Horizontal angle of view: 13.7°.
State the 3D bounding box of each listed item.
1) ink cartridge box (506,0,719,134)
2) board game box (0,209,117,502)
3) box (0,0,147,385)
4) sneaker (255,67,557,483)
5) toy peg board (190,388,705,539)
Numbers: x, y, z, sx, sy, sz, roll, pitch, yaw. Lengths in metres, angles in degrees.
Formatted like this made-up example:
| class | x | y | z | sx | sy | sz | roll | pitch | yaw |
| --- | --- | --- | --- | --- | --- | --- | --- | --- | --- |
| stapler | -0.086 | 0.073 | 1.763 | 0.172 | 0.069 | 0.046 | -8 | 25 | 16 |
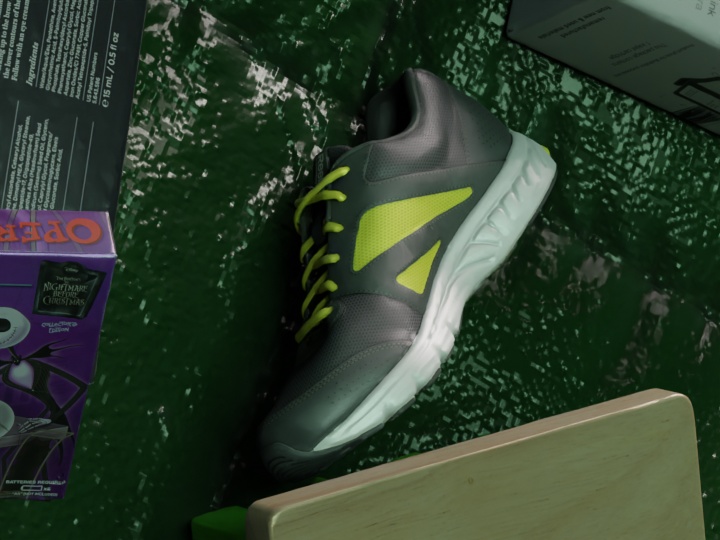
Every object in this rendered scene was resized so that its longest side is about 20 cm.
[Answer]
| class | x | y | z | sx | sy | sz | roll | pitch | yaw |
| --- | --- | --- | --- | --- | --- | --- | --- | --- | --- |
| ink cartridge box | 0.177 | -0.139 | 1.306 | 0.199 | 0.084 | 0.147 | 21 | 70 | -25 |
| board game box | -0.190 | 0.029 | 1.010 | 0.199 | 0.121 | 0.032 | 1 | 38 | -17 |
| box | -0.161 | -0.065 | 1.090 | 0.141 | 0.079 | 0.201 | 16 | 73 | -30 |
| sneaker | 0.000 | 0.000 | 1.184 | 0.085 | 0.074 | 0.200 | 42 | 50 | -9 |
| toy peg board | 0.033 | 0.159 | 1.168 | 0.199 | 0.098 | 0.201 | -13 | 103 | -32 |
